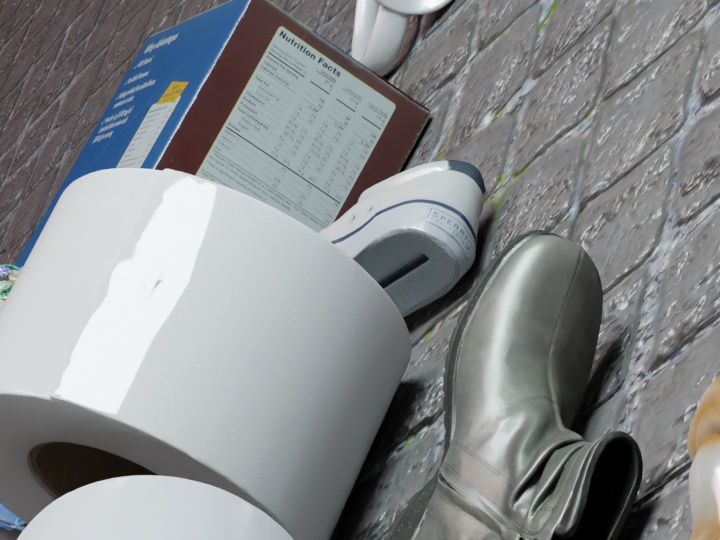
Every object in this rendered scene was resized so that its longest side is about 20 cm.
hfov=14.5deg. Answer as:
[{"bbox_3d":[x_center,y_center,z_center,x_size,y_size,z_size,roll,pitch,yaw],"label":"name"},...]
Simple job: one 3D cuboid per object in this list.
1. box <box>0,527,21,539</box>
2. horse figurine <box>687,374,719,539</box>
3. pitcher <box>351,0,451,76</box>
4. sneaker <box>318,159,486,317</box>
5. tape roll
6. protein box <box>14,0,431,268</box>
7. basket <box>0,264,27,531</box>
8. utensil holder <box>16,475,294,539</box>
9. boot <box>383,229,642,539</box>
[{"bbox_3d":[-0.296,0.204,1.599,0.200,0.199,0.172,39,113,56],"label":"box"},{"bbox_3d":[0.144,0.071,1.017,0.133,0.050,0.200,119,166,-59],"label":"horse figurine"},{"bbox_3d":[0.022,-0.237,1.833,0.200,0.121,0.172,-101,31,-51],"label":"pitcher"},{"bbox_3d":[0.000,0.000,1.537,0.200,0.073,0.071,-24,26,44],"label":"sneaker"},{"bbox_3d":[-0.091,0.061,1.430,0.203,0.203,0.139,-27,32,57],"label":"tape roll"},{"bbox_3d":[-0.093,-0.039,1.721,0.200,0.135,0.198,-61,18,-15],"label":"protein box"},{"bbox_3d":[-0.226,0.073,1.561,0.200,0.139,0.176,-27,26,-31],"label":"basket"},{"bbox_3d":[-0.103,0.212,1.251,0.170,0.170,0.200,-47,18,27],"label":"utensil holder"},{"bbox_3d":[0.082,0.076,1.191,0.131,0.068,0.200,-7,59,62],"label":"boot"}]
